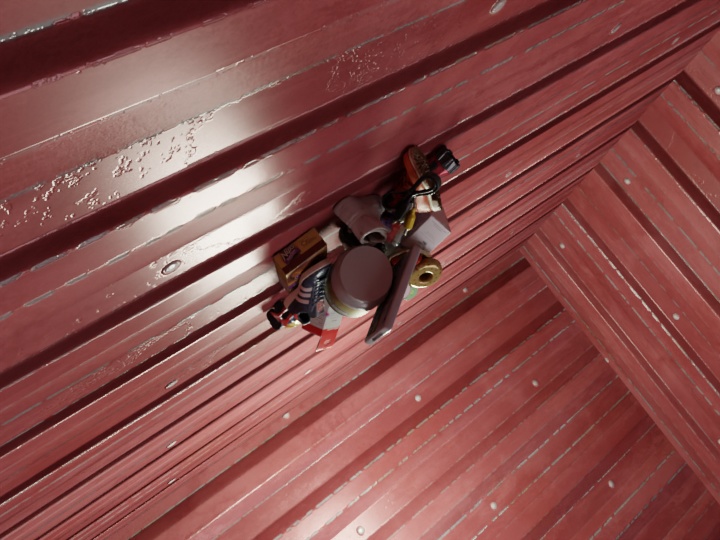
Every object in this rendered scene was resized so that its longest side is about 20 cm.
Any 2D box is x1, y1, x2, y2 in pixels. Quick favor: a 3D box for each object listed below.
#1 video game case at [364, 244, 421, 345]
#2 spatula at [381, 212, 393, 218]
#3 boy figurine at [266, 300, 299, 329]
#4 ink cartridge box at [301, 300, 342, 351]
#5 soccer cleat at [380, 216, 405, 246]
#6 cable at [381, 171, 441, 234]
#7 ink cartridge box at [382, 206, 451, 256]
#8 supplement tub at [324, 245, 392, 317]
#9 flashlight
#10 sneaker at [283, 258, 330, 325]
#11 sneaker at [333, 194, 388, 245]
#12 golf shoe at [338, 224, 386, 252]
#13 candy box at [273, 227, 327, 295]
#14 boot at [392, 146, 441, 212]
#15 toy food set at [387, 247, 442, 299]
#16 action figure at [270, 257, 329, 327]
[{"bbox_3d":[0.072,0.059,1.579,0.182,0.023,0.204,130,-18,-69],"label":"video game case"},{"bbox_3d":[0.052,-0.127,1.789,0.199,0.021,0.056,-40,162,19],"label":"spatula"},{"bbox_3d":[-0.170,0.110,1.899,0.124,0.065,0.199,-44,166,22],"label":"boy figurine"},{"bbox_3d":[-0.093,0.106,1.879,0.116,0.066,0.205,-2,111,-68],"label":"ink cartridge box"},{"bbox_3d":[0.072,-0.107,1.740,0.069,0.072,0.200,-55,-176,7],"label":"soccer cleat"},{"bbox_3d":[0.114,-0.169,1.554,0.050,0.098,0.201,-28,164,-42],"label":"cable"},{"bbox_3d":[0.134,-0.093,1.847,0.200,0.082,0.148,-44,-154,22],"label":"ink cartridge box"},{"bbox_3d":[-0.006,0.025,1.605,0.143,0.146,0.200,-34,178,-15],"label":"supplement tub"},{"bbox_3d":[0.148,-0.213,1.682,0.199,0.067,0.068,-41,-157,22],"label":"flashlight"},{"bbox_3d":[-0.104,0.053,1.596,0.074,0.085,0.201,-26,163,-39],"label":"sneaker"},{"bbox_3d":[0.024,-0.108,1.583,0.074,0.116,0.199,-45,166,26],"label":"sneaker"},{"bbox_3d":[-0.011,-0.062,1.726,0.087,0.079,0.199,-20,163,25],"label":"golf shoe"},{"bbox_3d":[-0.133,-0.013,1.607,0.116,0.057,0.200,-37,168,-11],"label":"candy box"},{"bbox_3d":[0.114,-0.196,1.585,0.105,0.077,0.201,-8,144,16],"label":"boot"},{"bbox_3d":[0.104,0.021,1.783,0.197,0.049,0.199,-41,145,17],"label":"toy food set"},{"bbox_3d":[-0.144,0.044,1.737,0.201,0.065,0.052,-50,128,-10],"label":"action figure"}]
